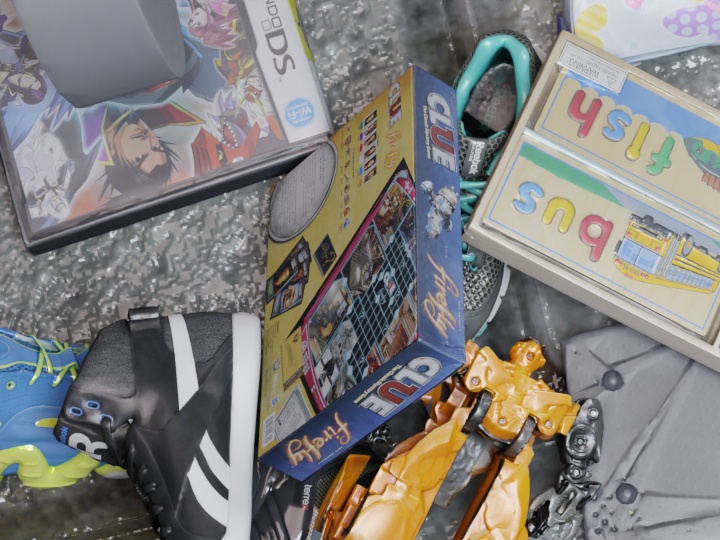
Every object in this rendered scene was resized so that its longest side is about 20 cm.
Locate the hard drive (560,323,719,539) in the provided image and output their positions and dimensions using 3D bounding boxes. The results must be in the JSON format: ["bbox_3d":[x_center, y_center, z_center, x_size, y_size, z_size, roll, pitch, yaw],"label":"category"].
[{"bbox_3d":[0.220,0.088,1.292,0.199,0.042,0.136,-7,76,5],"label":"hard drive"}]

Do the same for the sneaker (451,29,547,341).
[{"bbox_3d":[0.060,-0.051,1.316,0.077,0.091,0.201,13,79,10],"label":"sneaker"}]

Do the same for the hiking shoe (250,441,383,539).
[{"bbox_3d":[-0.050,0.176,1.284,0.100,0.076,0.200,33,82,15],"label":"hiking shoe"}]

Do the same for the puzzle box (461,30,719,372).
[{"bbox_3d":[0.170,-0.032,1.272,0.199,0.025,0.134,26,74,-2],"label":"puzzle box"}]

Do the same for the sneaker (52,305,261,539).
[{"bbox_3d":[-0.113,0.115,1.236,0.111,0.073,0.201,3,61,-2],"label":"sneaker"}]

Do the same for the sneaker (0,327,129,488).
[{"bbox_3d":[-0.172,0.073,1.300,0.199,0.105,0.076,-18,54,2],"label":"sneaker"}]

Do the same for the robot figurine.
[{"bbox_3d":[0.047,0.126,1.254,0.145,0.058,0.201,31,79,-12],"label":"robot figurine"}]

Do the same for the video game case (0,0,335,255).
[{"bbox_3d":[-0.131,-0.125,1.387,0.199,0.026,0.182,-18,76,2],"label":"video game case"}]

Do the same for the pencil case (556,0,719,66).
[{"bbox_3d":[0.213,-0.167,1.329,0.199,0.083,0.091,-7,63,4],"label":"pencil case"}]

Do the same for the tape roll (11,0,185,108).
[{"bbox_3d":[-0.161,-0.196,1.292,0.066,0.200,0.201,-16,76,4],"label":"tape roll"}]

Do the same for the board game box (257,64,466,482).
[{"bbox_3d":[0.000,0.000,1.257,0.135,0.035,0.201,-38,36,36],"label":"board game box"}]
